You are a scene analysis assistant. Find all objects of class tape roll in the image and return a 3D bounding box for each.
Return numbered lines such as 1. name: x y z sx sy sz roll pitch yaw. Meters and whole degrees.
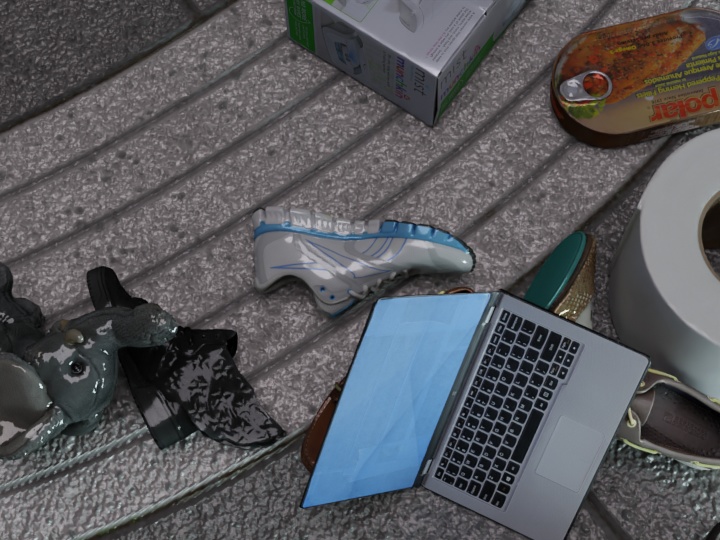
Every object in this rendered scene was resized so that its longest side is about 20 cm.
1. tape roll: 0.316 0.000 0.995 0.201 0.139 0.204 0 68 1

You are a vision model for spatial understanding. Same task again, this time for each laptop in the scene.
1. laptop: 0.087 0.123 0.910 0.199 0.116 0.188 24 114 9

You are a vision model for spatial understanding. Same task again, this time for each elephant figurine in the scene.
1. elephant figurine: -0.257 0.086 0.963 0.199 0.156 0.142 24 50 19

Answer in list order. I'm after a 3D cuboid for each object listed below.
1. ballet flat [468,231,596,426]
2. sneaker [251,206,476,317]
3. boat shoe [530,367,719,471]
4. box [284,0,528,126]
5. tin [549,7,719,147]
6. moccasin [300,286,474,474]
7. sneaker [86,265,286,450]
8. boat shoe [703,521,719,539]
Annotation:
1. ballet flat: 0.156 0.060 1.022 0.065 0.070 0.201 40 74 -13
2. sneaker: 0.000 0.000 1.044 0.198 0.075 0.087 5 78 8
3. boat shoe: 0.224 0.109 0.966 0.199 0.060 0.072 23 79 -9
4. box: 0.055 -0.272 1.130 0.176 0.097 0.201 32 71 12
5. tin: 0.274 -0.178 1.123 0.198 0.042 0.113 -13 64 -5
6. moccasin: 0.028 0.092 0.993 0.201 0.078 0.074 -40 73 -14
7. sneaker: -0.149 0.071 1.016 0.104 0.060 0.201 -24 75 -8
8. boat shoe: 0.285 0.287 0.914 0.074 0.073 0.202 10 68 4
